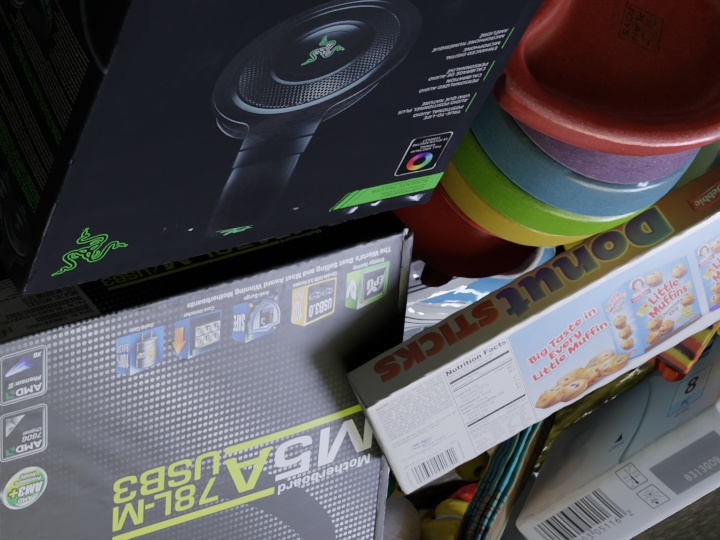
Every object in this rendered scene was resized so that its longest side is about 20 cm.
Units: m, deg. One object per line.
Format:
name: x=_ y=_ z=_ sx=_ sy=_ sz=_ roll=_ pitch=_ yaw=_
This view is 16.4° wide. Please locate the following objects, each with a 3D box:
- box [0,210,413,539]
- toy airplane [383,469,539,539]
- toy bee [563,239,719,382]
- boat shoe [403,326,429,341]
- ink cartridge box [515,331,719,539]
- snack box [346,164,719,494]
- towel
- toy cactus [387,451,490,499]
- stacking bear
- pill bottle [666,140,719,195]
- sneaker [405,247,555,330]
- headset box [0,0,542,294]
box: x=-0.078 y=0.074 z=1.041 sx=0.199 sy=0.048 sz=0.194 roll=-15 pitch=128 yaw=-27
toy airplane: x=0.042 y=0.193 z=1.463 sx=0.200 sy=0.141 sz=0.199 roll=-46 pitch=-172 yaw=-15
toy bee: x=0.167 y=0.017 z=1.205 sx=0.200 sy=0.131 sz=0.109 roll=-7 pitch=131 yaw=-52
boat shoe: x=-0.020 y=0.086 z=1.200 sx=0.201 sy=0.072 sz=0.062 roll=-67 pitch=-166 yaw=-2
ink cartridge box: x=0.175 y=0.052 z=1.343 sx=0.160 sy=0.047 sz=0.200 roll=-39 pitch=-163 yaw=43
snack box: x=0.093 y=0.022 z=1.057 sx=0.200 sy=0.024 sz=0.072 roll=-29 pitch=141 yaw=-4
towel: x=0.087 y=0.085 z=1.282 sx=0.147 sy=0.022 sz=0.201 roll=87 pitch=28 yaw=-71
toy cactus: x=0.000 y=0.099 z=1.313 sx=0.200 sy=0.102 sz=0.165 roll=-43 pitch=173 yaw=18
stacking bear: x=0.070 y=-0.060 z=1.017 sx=0.113 sy=0.122 sz=0.200 roll=23 pitch=151 yaw=-13
pill bottle: x=0.193 y=-0.068 z=1.141 sx=0.200 sy=0.104 sz=0.104 roll=-1 pitch=145 yaw=-47
sneaker: x=0.000 y=0.000 z=1.121 sx=0.199 sy=0.072 sz=0.073 roll=-13 pitch=137 yaw=-30
headset box: x=-0.039 y=-0.090 z=0.851 sx=0.174 sy=0.093 sz=0.200 roll=-14 pitch=153 yaw=-29
